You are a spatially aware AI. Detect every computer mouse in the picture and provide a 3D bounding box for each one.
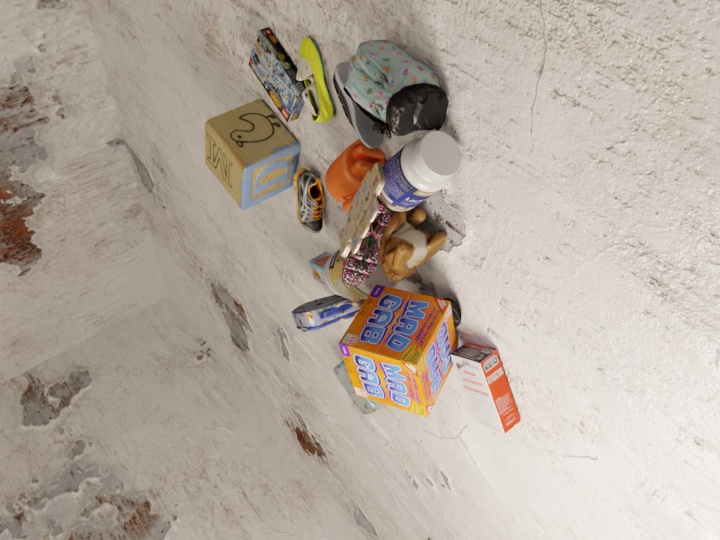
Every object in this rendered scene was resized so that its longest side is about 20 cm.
[{"bbox_3d":[0.222,0.137,1.606,0.058,0.034,0.200,17,140,24],"label":"computer mouse"}]

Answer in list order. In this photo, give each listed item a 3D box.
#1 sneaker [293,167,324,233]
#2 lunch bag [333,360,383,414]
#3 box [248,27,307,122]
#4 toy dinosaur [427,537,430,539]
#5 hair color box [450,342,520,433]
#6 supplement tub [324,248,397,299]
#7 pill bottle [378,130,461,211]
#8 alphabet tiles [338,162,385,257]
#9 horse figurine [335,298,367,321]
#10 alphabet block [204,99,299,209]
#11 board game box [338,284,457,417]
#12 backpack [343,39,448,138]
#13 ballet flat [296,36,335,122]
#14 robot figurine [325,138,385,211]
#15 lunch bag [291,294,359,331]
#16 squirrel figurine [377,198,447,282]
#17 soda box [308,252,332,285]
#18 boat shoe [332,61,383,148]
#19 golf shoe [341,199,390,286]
[{"bbox_3d":[-0.136,-0.188,1.843,0.077,0.078,0.201,22,137,37],"label":"sneaker"},{"bbox_3d":[-0.001,0.374,2.165,0.200,0.077,0.160,57,154,6],"label":"lunch bag"},{"bbox_3d":[-0.213,-0.504,1.696,0.200,0.040,0.137,57,152,7],"label":"box"},{"bbox_3d":[0.271,1.039,2.400,0.200,0.047,0.088,15,136,59],"label":"toy dinosaur"},{"bbox_3d":[0.300,0.281,1.572,0.111,0.064,0.201,9,126,58],"label":"hair color box"},{"bbox_3d":[0.000,0.000,1.716,0.200,0.145,0.146,-12,106,62],"label":"supplement tub"},{"bbox_3d":[0.117,-0.203,1.345,0.116,0.116,0.200,60,154,0],"label":"pill bottle"},{"bbox_3d":[0.000,-0.128,1.395,0.196,0.015,0.200,-97,31,-58],"label":"alphabet tiles"},{"bbox_3d":[0.014,0.142,1.888,0.050,0.132,0.201,-107,-4,-62],"label":"horse figurine"},{"bbox_3d":[-0.313,-0.331,1.875,0.200,0.195,0.197,49,149,17],"label":"alphabet block"},{"bbox_3d":[0.097,0.189,1.565,0.199,0.200,0.200,12,139,27],"label":"board game box"},{"bbox_3d":[0.062,-0.356,1.272,0.200,0.166,0.127,47,131,30],"label":"backpack"},{"bbox_3d":[-0.116,-0.447,1.556,0.067,0.067,0.201,20,133,52],"label":"ballet flat"},{"bbox_3d":[-0.014,-0.226,1.547,0.144,0.116,0.200,61,153,0],"label":"robot figurine"},{"bbox_3d":[-0.101,0.124,1.951,0.160,0.199,0.076,-4,105,61],"label":"lunch bag"},{"bbox_3d":[0.076,-0.084,1.520,0.187,0.141,0.200,56,151,22],"label":"squirrel figurine"},{"bbox_3d":[-0.068,0.013,1.936,0.200,0.063,0.069,26,138,46],"label":"soda box"},{"bbox_3d":[-0.011,-0.363,1.463,0.201,0.070,0.066,63,161,-5],"label":"boat shoe"},{"bbox_3d":[0.008,-0.061,1.449,0.092,0.072,0.201,-124,54,-67],"label":"golf shoe"}]
